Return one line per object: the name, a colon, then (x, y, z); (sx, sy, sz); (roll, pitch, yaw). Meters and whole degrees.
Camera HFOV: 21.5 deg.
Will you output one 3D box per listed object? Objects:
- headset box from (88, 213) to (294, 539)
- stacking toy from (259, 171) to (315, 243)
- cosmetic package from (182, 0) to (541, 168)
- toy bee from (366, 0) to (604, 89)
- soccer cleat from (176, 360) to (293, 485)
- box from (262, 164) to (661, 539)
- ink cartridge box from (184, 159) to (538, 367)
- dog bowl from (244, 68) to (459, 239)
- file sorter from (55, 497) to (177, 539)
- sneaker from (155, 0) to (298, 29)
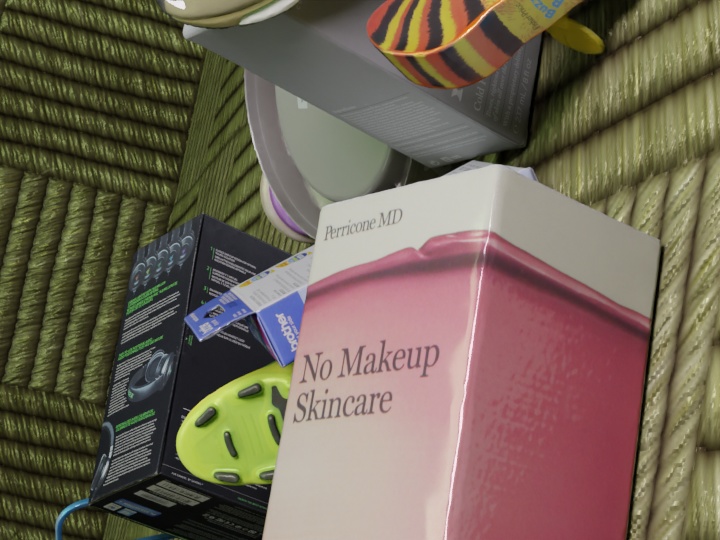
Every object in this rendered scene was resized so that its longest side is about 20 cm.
headset box: (-0.075, 0.080, 1.277); (0.092, 0.173, 0.202); (-25, 49, 47)
stacking toy: (-0.015, -0.070, 1.448); (0.200, 0.085, 0.086); (167, 116, -73)
cosmetic package: (0.006, -0.147, 1.080); (0.090, 0.199, 0.108); (-9, 64, 46)
toy bee: (0.095, -0.162, 0.942); (0.201, 0.130, 0.109); (-61, 41, 21)
soccer cleat: (-0.011, 0.062, 1.075); (0.065, 0.199, 0.084); (61, 179, -8)
box: (0.042, 0.072, 0.830); (0.127, 0.108, 0.202); (-12, 63, 49)
ink cartridge box: (0.000, 0.000, 1.052); (0.042, 0.199, 0.119); (65, 173, -9)
dog bowl: (-0.002, -0.119, 1.278); (0.199, 0.058, 0.202); (19, 113, 52)
file sorter: (-0.133, 0.262, 1.322); (0.201, 0.122, 0.140); (-116, 23, -43)
sneaker: (-0.030, -0.202, 0.946); (0.077, 0.199, 0.089); (58, -172, 30)
